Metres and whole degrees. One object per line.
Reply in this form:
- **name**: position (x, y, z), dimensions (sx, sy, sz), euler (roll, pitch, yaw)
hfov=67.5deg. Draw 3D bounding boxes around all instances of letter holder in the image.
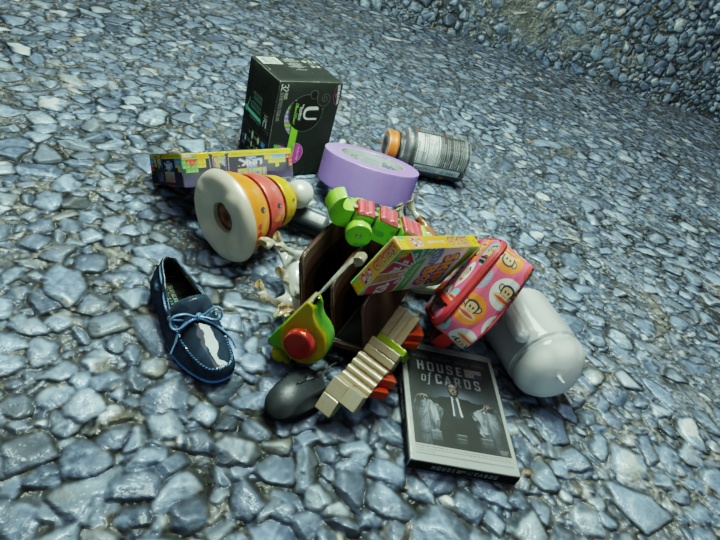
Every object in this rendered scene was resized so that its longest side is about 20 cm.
- **letter holder**: position (0.000, 0.000, 0.794), dimensions (0.100, 0.143, 0.200), euler (12, 31, 21)

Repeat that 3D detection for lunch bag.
- **lunch bag**: position (0.162, 0.040, 0.802), dimensions (0.082, 0.177, 0.200), euler (39, 3, 0)

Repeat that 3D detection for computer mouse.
- **computer mouse**: position (-0.050, 0.134, 0.717), dimensions (0.058, 0.034, 0.200), euler (34, 38, 19)

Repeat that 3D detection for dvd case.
- **dvd case**: position (0.126, 0.187, 0.740), dimensions (0.149, 0.025, 0.201), euler (13, 38, -11)

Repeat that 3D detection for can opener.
- **can opener**: position (-0.157, -0.098, 0.961), dimensions (0.199, 0.053, 0.067), euler (23, 69, 3)

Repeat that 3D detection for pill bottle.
- **pill bottle**: position (0.149, -0.276, 1.264), dimensions (0.198, 0.107, 0.107), euler (9, 38, -15)

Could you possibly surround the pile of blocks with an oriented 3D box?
- **pile of blocks**: position (0.026, 0.134, 0.717), dimensions (0.062, 0.082, 0.200), euler (34, 54, 19)

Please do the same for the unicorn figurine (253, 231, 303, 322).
- **unicorn figurine**: position (-0.094, 0.001, 0.813), dimensions (0.073, 0.137, 0.201), euler (-6, 58, 34)

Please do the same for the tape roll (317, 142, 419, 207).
- **tape roll**: position (0.016, -0.197, 1.098), dimensions (0.198, 0.066, 0.200), euler (16, 23, -7)

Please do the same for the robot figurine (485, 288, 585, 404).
- **robot figurine**: position (0.263, 0.109, 0.825), dimensions (0.169, 0.113, 0.201), euler (36, 21, -41)

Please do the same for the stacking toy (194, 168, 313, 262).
- **stacking toy**: position (-0.153, -0.112, 0.876), dimensions (0.146, 0.147, 0.199), euler (39, 44, 24)

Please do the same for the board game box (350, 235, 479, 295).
- **board game box**: position (0.084, -0.010, 0.736), dimensions (0.199, 0.096, 0.030), euler (-8, 59, -49)

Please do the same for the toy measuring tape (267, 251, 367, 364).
- **toy measuring tape**: position (-0.044, 0.062, 0.690), dimensions (0.073, 0.200, 0.074), euler (36, 27, -22)

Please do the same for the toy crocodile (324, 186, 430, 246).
- **toy crocodile**: position (0.037, -0.062, 0.772), dimensions (0.199, 0.062, 0.068), euler (22, 39, -21)

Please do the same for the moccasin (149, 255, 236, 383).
- **moccasin**: position (-0.228, 0.059, 0.701), dimensions (0.080, 0.069, 0.200), euler (-20, 52, -41)

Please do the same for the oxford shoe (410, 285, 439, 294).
- **oxford shoe**: position (0.177, 0.016, 0.957), dimensions (0.198, 0.058, 0.076), euler (-10, 50, -13)

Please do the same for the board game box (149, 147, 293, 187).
- **board game box**: position (-0.245, -0.183, 0.949), dimensions (0.199, 0.057, 0.165), euler (-12, 18, -35)

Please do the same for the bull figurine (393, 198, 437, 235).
- **bull figurine**: position (0.092, -0.055, 0.906), dimensions (0.065, 0.200, 0.122), euler (-31, 98, -16)

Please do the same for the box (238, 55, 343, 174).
- **box**: position (-0.146, -0.311, 1.093), dimensions (0.148, 0.201, 0.124), euler (-13, 46, -36)
